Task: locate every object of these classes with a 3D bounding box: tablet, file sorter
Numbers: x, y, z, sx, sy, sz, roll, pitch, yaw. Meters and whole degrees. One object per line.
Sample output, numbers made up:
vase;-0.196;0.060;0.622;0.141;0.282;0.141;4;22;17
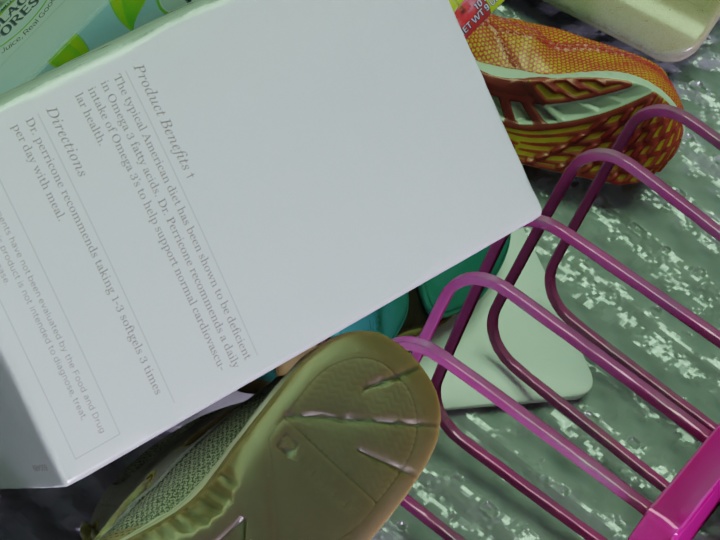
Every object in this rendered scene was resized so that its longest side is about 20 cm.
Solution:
tablet;-0.009;0.010;1.037;0.198;0.014;0.131;-4;48;-23
file sorter;0.089;0.048;0.936;0.125;0.139;0.200;37;45;12

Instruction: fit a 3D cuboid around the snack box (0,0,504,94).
snack box;-0.045;-0.098;0.950;0.200;0.142;0.053;-46;43;-5

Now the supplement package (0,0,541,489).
supplement package;-0.062;-0.024;0.822;0.199;0.117;0.118;-29;98;-27

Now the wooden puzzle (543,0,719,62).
wooden puzzle;0.123;-0.198;1.279;0.184;0.046;0.200;28;48;9

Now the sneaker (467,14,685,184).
sneaker;0.052;-0.089;1.135;0.198;0.073;0.077;18;20;-8

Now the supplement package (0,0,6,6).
supplement package;-0.131;-0.111;1.034;0.198;0.120;0.122;-5;48;-25

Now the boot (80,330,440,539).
boot;-0.069;0.109;0.826;0.072;0.155;0.200;46;68;-7

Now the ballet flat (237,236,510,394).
ballet flat;0.000;0.000;0.985;0.063;0.069;0.200;0;16;25
